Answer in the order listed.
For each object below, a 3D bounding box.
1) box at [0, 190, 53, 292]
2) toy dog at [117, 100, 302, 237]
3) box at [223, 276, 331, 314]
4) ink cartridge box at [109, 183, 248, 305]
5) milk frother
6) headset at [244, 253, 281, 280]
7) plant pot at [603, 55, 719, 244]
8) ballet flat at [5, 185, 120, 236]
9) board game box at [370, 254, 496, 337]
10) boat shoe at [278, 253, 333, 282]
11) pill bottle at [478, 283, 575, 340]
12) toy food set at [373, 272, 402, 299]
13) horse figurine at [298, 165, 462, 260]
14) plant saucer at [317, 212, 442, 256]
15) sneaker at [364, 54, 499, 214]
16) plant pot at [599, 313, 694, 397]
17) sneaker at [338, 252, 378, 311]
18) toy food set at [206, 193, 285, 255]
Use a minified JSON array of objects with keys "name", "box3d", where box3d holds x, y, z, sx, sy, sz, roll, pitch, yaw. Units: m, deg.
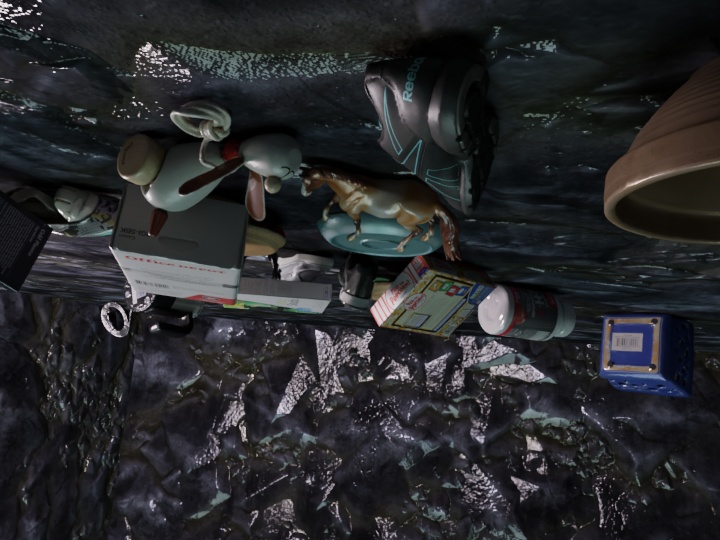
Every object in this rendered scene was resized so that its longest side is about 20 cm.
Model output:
[{"name":"box","box3d":[-0.545,-0.060,0.776,0.199,0.105,0.182,0,150,27]},{"name":"toy dog","box3d":[-0.157,-0.083,0.605,0.132,0.097,0.200,13,168,-39]},{"name":"box","box3d":[-0.162,0.049,1.160,0.199,0.037,0.144,6,165,-9]},{"name":"ink cartridge box","box3d":[-0.221,-0.025,0.773,0.146,0.083,0.200,10,163,-11]},{"name":"milk frother","box3d":[-0.557,0.094,1.634,0.199,0.181,0.188,-3,167,26]},{"name":"headset","box3d":[-0.248,-0.006,1.123,0.199,0.094,0.123,-9,177,-22]},{"name":"plant pot","box3d":[0.262,-0.081,0.388,0.200,0.093,0.201,5,170,1]},{"name":"ballet flat","box3d":[-0.417,-0.086,0.844,0.199,0.072,0.072,2,170,14]},{"name":"board game box","box3d":[0.139,0.052,1.139,0.199,0.046,0.152,14,125,-43]},{"name":"boat shoe","box3d":[-0.116,0.010,1.216,0.070,0.072,0.200,11,169,-32]},{"name":"pill bottle","box3d":[0.369,0.096,1.337,0.199,0.111,0.111,9,170,-24]},{"name":"toy food set","box3d":[0.089,0.033,1.256,0.197,0.049,0.200,0,171,19]},{"name":"horse figurine","box3d":[0.029,-0.069,0.693,0.199,0.050,0.133,13,153,1]},{"name":"plant saucer","box3d":[0.032,-0.049,0.918,0.199,0.028,0.200,5,170,1]},{"name":"sneaker","box3d":[0.061,-0.106,0.476,0.079,0.076,0.200,17,168,20]},{"name":"plant pot","box3d":[0.740,0.212,1.596,0.199,0.201,0.179,-4,160,45]},{"name":"sneaker","box3d":[0.000,0.000,1.105,0.066,0.091,0.200,15,-165,-6]},{"name":"toy food set","box3d":[-0.211,-0.062,0.909,0.197,0.049,0.200,-2,168,39]}]
